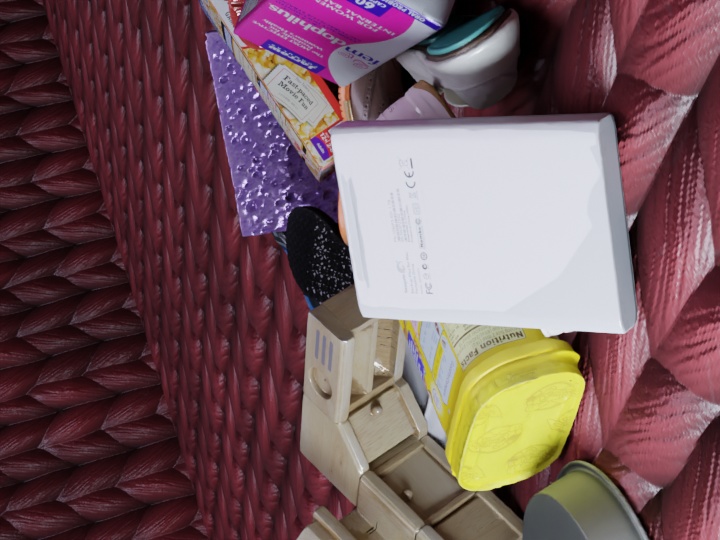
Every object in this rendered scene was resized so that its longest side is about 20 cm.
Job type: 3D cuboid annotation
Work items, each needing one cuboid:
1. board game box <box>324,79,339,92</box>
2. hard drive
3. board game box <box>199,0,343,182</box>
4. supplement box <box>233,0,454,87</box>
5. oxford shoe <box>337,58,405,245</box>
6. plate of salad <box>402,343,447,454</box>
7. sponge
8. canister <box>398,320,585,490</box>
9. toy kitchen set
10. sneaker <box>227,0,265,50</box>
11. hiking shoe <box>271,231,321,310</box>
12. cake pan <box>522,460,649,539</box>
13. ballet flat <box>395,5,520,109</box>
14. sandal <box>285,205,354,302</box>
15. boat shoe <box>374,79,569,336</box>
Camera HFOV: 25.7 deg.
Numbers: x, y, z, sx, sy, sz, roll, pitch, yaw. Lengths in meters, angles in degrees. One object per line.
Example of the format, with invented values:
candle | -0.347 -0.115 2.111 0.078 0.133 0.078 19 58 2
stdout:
board game box | -0.077 -0.263 1.361 0.201 0.040 0.153 56 177 15
hard drive | 0.075 -0.031 1.001 0.198 0.026 0.134 2 109 36
board game box | -0.073 -0.177 1.382 0.201 0.046 0.151 56 177 -1
supplement box | -0.005 -0.211 1.100 0.105 0.100 0.200 -70 16 -11
oxford shoe | 0.027 -0.116 1.277 0.072 0.071 0.203 8 106 29
plate of salad | 0.047 0.067 1.369 0.200 0.047 0.203 31 125 59
sponge | -0.078 -0.138 1.514 0.030 0.110 0.203 -89 -10 -74
canister | 0.080 0.035 1.148 0.149 0.085 0.202 98 155 -54
toy kitchen set | 0.015 0.153 1.237 0.200 0.162 0.182 40 144 30
sneaker | -0.076 -0.286 1.247 0.116 0.077 0.202 -114 26 -57
hiking shoe | -0.047 -0.009 1.591 0.087 0.073 0.201 96 155 -51
cake pan | 0.165 0.236 1.109 0.200 0.036 0.203 166 90 -76
ballet flat | 0.074 -0.142 1.074 0.200 0.069 0.070 -147 44 -74
sandal | 0.000 0.000 1.356 0.199 0.045 0.076 30 120 46
boat shoe | 0.073 -0.030 1.064 0.201 0.069 0.071 57 -174 16
